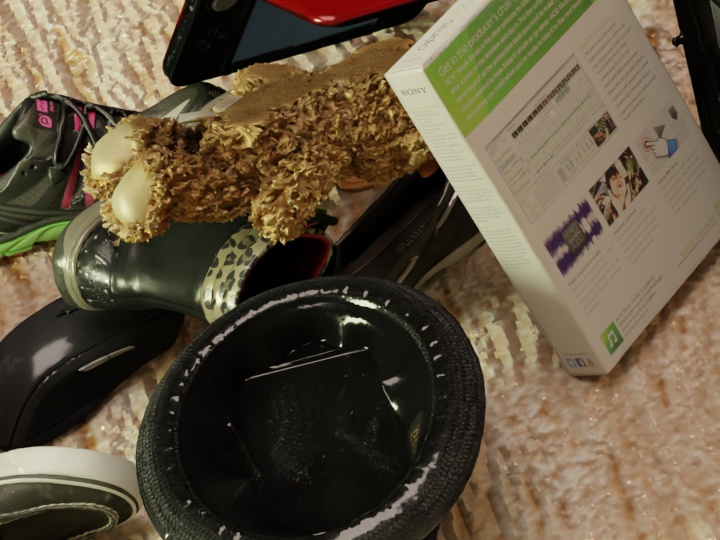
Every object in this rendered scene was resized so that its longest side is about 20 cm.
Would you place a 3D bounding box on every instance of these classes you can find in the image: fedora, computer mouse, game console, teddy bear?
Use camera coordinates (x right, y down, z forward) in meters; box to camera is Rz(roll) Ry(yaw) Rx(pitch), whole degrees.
[{"bbox_3d":[-0.016,0.099,1.428,0.200,0.092,0.201,-11,44,11],"label":"fedora"},{"bbox_3d":[-0.161,0.017,1.646,0.200,0.046,0.140,-34,39,-18],"label":"computer mouse"},{"bbox_3d":[0.006,-0.153,1.696,0.199,0.173,0.119,-18,62,-32],"label":"game console"},{"bbox_3d":[-0.050,-0.061,1.509,0.200,0.067,0.145,-25,27,-25],"label":"teddy bear"}]

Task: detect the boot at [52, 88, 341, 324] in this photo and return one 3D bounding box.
[{"bbox_3d":[-0.054,-0.032,1.582,0.153,0.074,0.203,14,43,45],"label":"boot"}]

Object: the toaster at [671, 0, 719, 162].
[{"bbox_3d":[0.251,-0.109,1.494,0.118,0.181,0.200,-24,35,-8],"label":"toaster"}]

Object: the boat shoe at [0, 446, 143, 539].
[{"bbox_3d":[-0.208,0.144,1.493,0.199,0.071,0.064,-12,53,10],"label":"boat shoe"}]

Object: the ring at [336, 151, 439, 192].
[{"bbox_3d":[0.067,-0.107,1.609,0.200,0.019,0.201,-38,14,11],"label":"ring"}]

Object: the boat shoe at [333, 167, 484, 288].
[{"bbox_3d":[0.000,0.000,1.581,0.067,0.057,0.200,16,49,40],"label":"boat shoe"}]

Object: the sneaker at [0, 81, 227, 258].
[{"bbox_3d":[-0.173,-0.071,1.733,0.199,0.084,0.077,-21,36,-2],"label":"sneaker"}]

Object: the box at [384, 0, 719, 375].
[{"bbox_3d":[0.111,-0.066,1.494,0.036,0.200,0.144,-4,35,50],"label":"box"}]
